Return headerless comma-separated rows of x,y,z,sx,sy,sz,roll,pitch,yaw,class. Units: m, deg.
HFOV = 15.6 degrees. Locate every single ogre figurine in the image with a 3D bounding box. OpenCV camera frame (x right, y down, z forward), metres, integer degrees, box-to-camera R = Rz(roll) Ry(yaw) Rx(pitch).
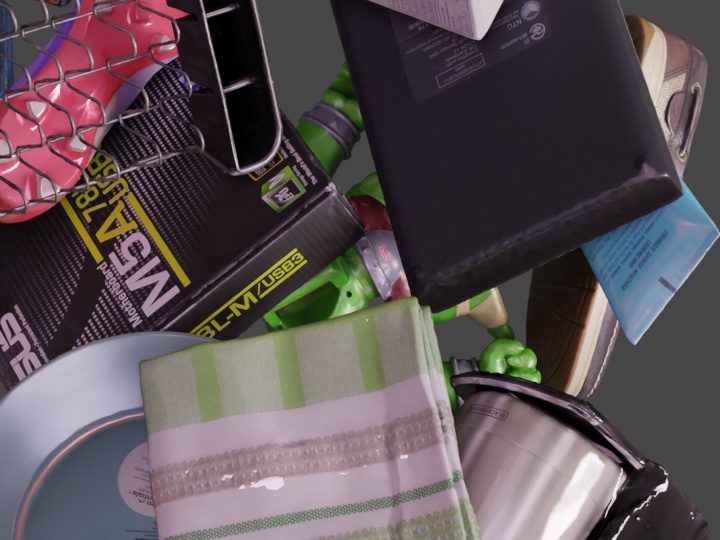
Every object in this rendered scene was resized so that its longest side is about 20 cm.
0.000,0.000,1.350,0.119,0.098,0.201,-25,95,-7,ogre figurine

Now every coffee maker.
0.076,0.181,1.262,0.192,0.135,0.201,37,72,-11,coffee maker

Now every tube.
0.112,-0.064,1.299,0.050,0.078,0.201,0,47,-32,tube

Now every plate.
-0.102,0.127,1.280,0.199,0.026,0.202,-4,110,-11,plate

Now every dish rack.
-0.145,-0.099,1.236,0.199,0.054,0.154,-20,107,-26,dish rack

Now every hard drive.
0.066,-0.094,1.290,0.139,0.033,0.201,-26,58,18,hard drive

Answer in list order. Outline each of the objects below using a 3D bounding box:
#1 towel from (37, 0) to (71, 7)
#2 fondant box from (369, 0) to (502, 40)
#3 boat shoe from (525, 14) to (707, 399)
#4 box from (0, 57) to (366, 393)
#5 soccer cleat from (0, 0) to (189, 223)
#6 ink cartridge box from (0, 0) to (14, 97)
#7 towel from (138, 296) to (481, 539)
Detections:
-0.139,-0.235,1.366,0.022,0.147,0.201,22,90,-24,towel
0.001,-0.216,1.294,0.199,0.058,0.145,22,69,20,fondant box
0.137,-0.027,1.348,0.064,0.073,0.201,13,93,-25,boat shoe
-0.120,-0.029,1.340,0.193,0.048,0.200,-36,48,1,box
-0.133,-0.105,1.332,0.067,0.076,0.200,42,67,-16,soccer cleat
-0.254,-0.119,1.332,0.114,0.200,0.068,-2,86,6,ink cartridge box
-0.021,0.115,1.194,0.148,0.031,0.201,-12,64,2,towel
